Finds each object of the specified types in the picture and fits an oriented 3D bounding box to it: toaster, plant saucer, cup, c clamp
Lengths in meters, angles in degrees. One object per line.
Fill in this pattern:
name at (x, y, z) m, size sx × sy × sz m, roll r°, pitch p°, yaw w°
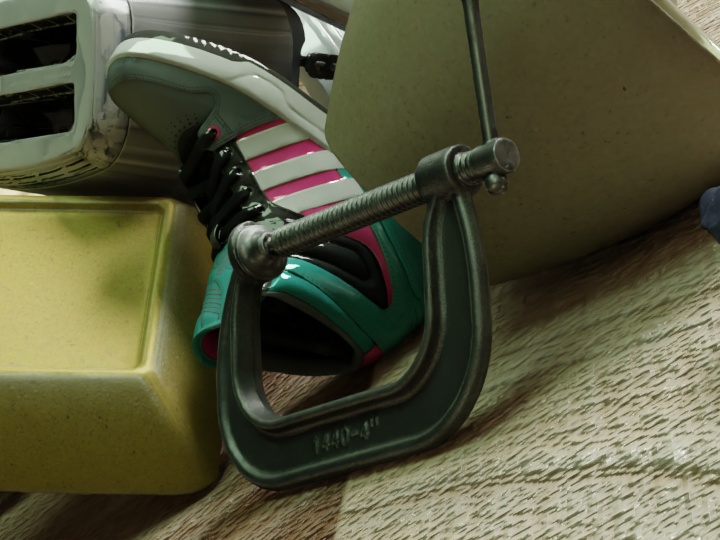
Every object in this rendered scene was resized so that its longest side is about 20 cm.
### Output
toaster at (-0.118, -0.091, 1.303) m, size 0.129 × 0.114 × 0.200 m, roll 3°, pitch -3°, yaw -38°
plant saucer at (-0.162, 0.023, 1.198) m, size 0.199 × 0.049 × 0.200 m, roll 0°, pitch 36°, yaw 1°
cup at (0.067, -0.080, 1.094) m, size 0.143 × 0.200 × 0.200 m, roll -48°, pitch 9°, yaw 11°
c clamp at (0.000, 0.000, 1.037) m, size 0.027 × 0.172 × 0.200 m, roll 7°, pitch -24°, yaw -40°

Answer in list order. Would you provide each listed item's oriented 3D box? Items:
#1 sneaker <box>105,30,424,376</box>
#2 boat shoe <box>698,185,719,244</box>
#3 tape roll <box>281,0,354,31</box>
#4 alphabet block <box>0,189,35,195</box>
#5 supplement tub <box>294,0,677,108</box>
sneaker at (-0.056, -0.018, 1.168) m, size 0.121 × 0.200 × 0.084 m, roll -55°, pitch -7°, yaw -30°
boat shoe at (0.170, -0.019, 0.834) m, size 0.093 × 0.075 × 0.200 m, roll -39°, pitch 3°, yaw 3°
tape roll at (0.020, -0.149, 1.262) m, size 0.071 × 0.202 × 0.202 m, roll -65°, pitch 12°, yaw 2°
alphabet block at (-0.261, -0.040, 1.566) m, size 0.196 × 0.200 × 0.196 m, roll -38°, pitch -18°, yaw -26°
supplement tub at (0.064, -0.147, 1.437) m, size 0.200 × 0.146 × 0.145 m, roll -33°, pitch 11°, yaw -2°
